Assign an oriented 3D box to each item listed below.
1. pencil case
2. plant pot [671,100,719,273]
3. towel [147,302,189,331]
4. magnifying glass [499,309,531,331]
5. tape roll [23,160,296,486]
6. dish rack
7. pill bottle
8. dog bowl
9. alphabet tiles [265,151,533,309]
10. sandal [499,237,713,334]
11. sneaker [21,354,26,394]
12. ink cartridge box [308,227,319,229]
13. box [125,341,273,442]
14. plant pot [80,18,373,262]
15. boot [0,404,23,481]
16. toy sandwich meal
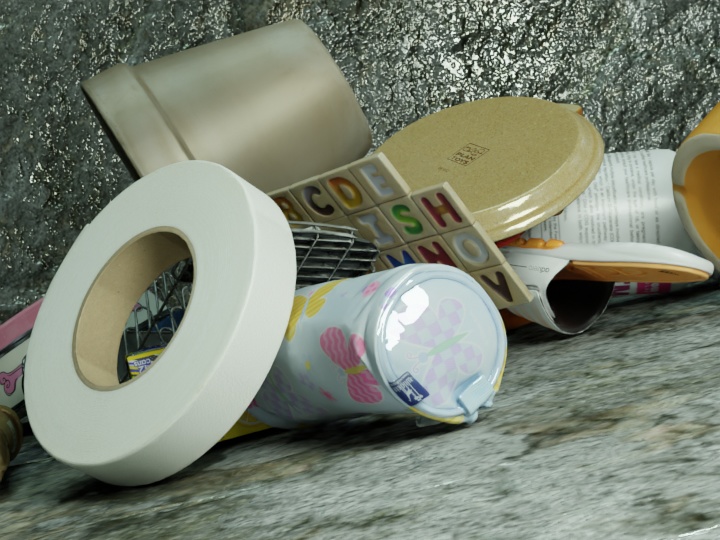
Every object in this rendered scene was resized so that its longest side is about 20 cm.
[{"bbox_3d":[-0.001,0.048,0.962,0.083,0.091,0.200,-54,22,-24],"label":"pencil case"},{"bbox_3d":[0.318,-0.079,1.139,0.183,0.200,0.200,-31,10,-25],"label":"plant pot"},{"bbox_3d":[-0.145,0.055,1.424,0.112,0.049,0.200,-40,6,-36],"label":"towel"},{"bbox_3d":[0.077,0.048,1.307,0.200,0.022,0.080,-14,2,-30],"label":"magnifying glass"},{"bbox_3d":[-0.123,0.029,1.002,0.203,0.203,0.037,-12,-32,41],"label":"tape roll"},{"bbox_3d":[-0.084,0.023,1.142,0.153,0.055,0.200,1,-37,-31],"label":"dish rack"},{"bbox_3d":[0.198,-0.036,1.307,0.199,0.114,0.113,-4,3,5],"label":"pill bottle"},{"bbox_3d":[-0.271,0.065,1.529,0.200,0.074,0.200,-34,-1,-1],"label":"dog bowl"},{"bbox_3d":[0.021,-0.001,1.139,0.200,0.167,0.008,-15,29,51],"label":"alphabet tiles"},{"bbox_3d":[0.150,0.013,1.172,0.079,0.059,0.206,18,-11,-39],"label":"sandal"},{"bbox_3d":[-0.230,0.093,1.341,0.083,0.071,0.200,-29,16,2],"label":"sneaker"},{"bbox_3d":[0.000,0.000,1.326,0.145,0.084,0.200,-58,-17,23],"label":"ink cartridge box"},{"bbox_3d":[-0.048,0.063,1.088,0.200,0.070,0.064,-14,1,-10],"label":"box"},{"bbox_3d":[-0.091,-0.100,1.296,0.173,0.200,0.200,-31,4,-6],"label":"plant pot"},{"bbox_3d":[-0.320,0.131,1.143,0.175,0.066,0.200,-14,4,-4],"label":"boot"},{"bbox_3d":[0.086,-0.057,1.196,0.205,0.070,0.205,-14,32,9],"label":"toy sandwich meal"}]
